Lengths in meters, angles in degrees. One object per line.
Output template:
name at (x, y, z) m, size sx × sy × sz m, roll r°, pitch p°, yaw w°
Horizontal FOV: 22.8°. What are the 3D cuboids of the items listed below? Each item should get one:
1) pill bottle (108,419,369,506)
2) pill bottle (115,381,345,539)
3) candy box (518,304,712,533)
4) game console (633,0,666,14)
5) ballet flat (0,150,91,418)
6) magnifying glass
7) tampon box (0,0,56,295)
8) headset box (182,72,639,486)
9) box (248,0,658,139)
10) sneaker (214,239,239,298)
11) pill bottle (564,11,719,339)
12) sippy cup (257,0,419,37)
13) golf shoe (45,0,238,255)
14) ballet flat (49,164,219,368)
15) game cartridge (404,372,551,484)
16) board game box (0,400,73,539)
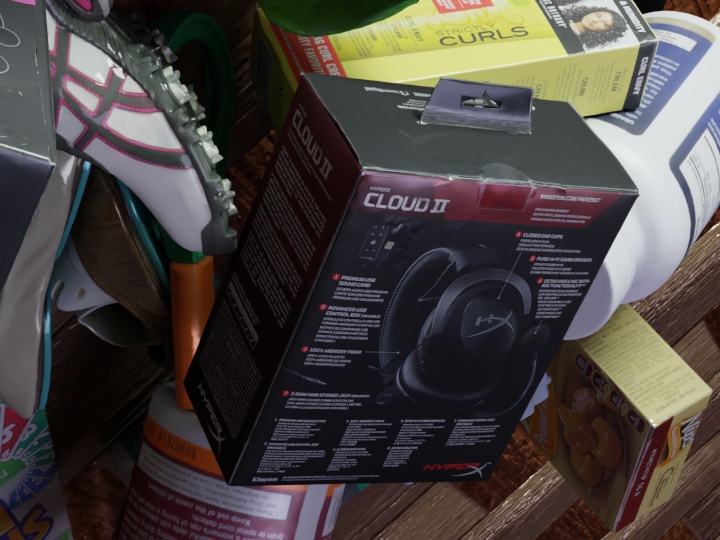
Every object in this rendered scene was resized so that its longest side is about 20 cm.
pill bottle at (-0.043, 0.095, 1.079) m, size 0.199 × 0.113 × 0.113 m, roll -37°, pitch 149°, yaw -8°
pill bottle at (-0.081, 0.170, 0.960) m, size 0.114 × 0.113 × 0.202 m, roll 6°, pitch 102°, yaw -51°
candy box at (0.127, 0.054, 1.134) m, size 0.055 × 0.200 × 0.116 m, roll -25°, pitch 146°, yaw -27°
game console at (0.096, -0.115, 1.061) m, size 0.199 × 0.031 × 0.178 m, roll -23°, pitch 148°, yaw -29°
ballet flat at (-0.174, -0.007, 0.862) m, size 0.069 × 0.070 × 0.201 m, roll -16°, pitch 139°, yaw -36°
magnifying glass at (-0.085, -0.028, 0.879) m, size 0.080 × 0.022 × 0.202 m, roll -40°, pitch 132°, yaw -58°
tampon box at (-0.218, -0.017, 0.677) m, size 0.148 × 0.127 × 0.201 m, roll 15°, pitch 123°, yaw -24°
headset box at (0.023, 0.002, 0.816) m, size 0.147 × 0.077 × 0.201 m, roll 2°, pitch 127°, yaw -30°
box at (0.047, -0.109, 0.917) m, size 0.198 × 0.076 × 0.050 m, roll -10°, pitch 139°, yaw -17°
sneaker at (0.000, 0.000, 0.904) m, size 0.114 × 0.074 × 0.201 m, roll 5°, pitch 136°, yaw -30°
pill bottle at (0.142, -0.052, 0.989) m, size 0.200 × 0.110 × 0.112 m, roll -47°, pitch 161°, yaw -43°
sippy cup at (-0.002, -0.192, 0.759) m, size 0.129 × 0.139 × 0.180 m, roll -6°, pitch 97°, yaw -30°
golf shoe at (-0.122, -0.080, 0.769) m, size 0.088 × 0.077 × 0.201 m, roll -30°, pitch 118°, yaw 1°
ballet flat at (-0.122, 0.004, 0.937) m, size 0.072 × 0.068 × 0.200 m, roll -22°, pitch 154°, yaw 5°
game cartridge at (0.035, 0.013, 1.007) m, size 0.132 × 0.041 × 0.202 m, roll -24°, pitch 117°, yaw -21°
board game box at (-0.217, 0.134, 1.018) m, size 0.095 × 0.030 × 0.201 m, roll -28°, pitch 149°, yaw -21°
